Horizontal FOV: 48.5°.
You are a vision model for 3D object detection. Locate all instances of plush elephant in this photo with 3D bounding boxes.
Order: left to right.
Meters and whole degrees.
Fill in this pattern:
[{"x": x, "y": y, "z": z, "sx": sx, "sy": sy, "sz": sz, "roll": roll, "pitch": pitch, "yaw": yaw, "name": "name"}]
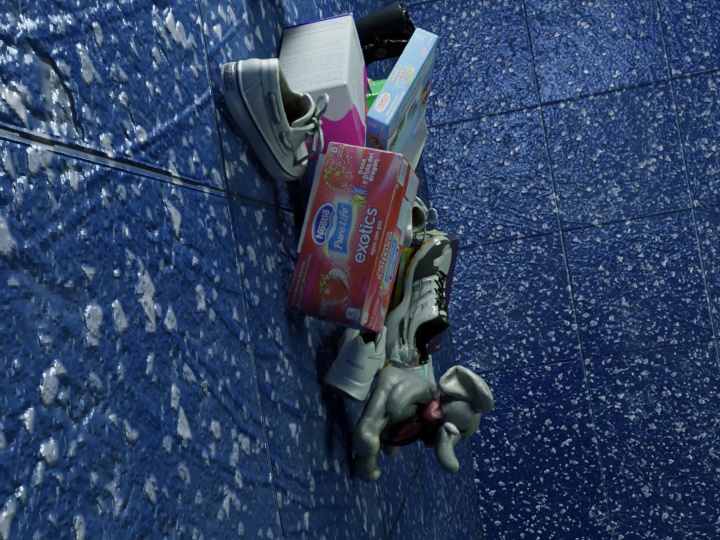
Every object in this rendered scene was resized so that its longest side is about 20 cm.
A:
[{"x": 0.088, "y": 0.199, "z": 1.062, "sx": 0.165, "sy": 0.154, "sz": 0.201, "roll": 93, "pitch": 18, "yaw": -55, "name": "plush elephant"}]

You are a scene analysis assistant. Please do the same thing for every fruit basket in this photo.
[{"x": 0.034, "y": -0.326, "z": 1.639, "sx": 0.200, "sy": 0.093, "sz": 0.186, "roll": -82, "pitch": 160, "yaw": -69, "name": "fruit basket"}]

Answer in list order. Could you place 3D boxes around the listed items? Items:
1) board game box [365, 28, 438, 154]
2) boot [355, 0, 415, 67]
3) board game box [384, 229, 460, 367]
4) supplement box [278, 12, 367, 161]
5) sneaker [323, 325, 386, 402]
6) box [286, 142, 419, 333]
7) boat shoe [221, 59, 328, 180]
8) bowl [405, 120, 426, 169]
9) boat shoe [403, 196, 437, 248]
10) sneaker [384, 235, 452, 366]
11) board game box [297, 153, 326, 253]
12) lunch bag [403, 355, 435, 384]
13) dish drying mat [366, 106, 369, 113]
[{"x": 0.054, "y": -0.214, "z": 1.114, "sx": 0.152, "sy": 0.036, "sz": 0.200, "roll": -62, "pitch": 170, "yaw": -19, "name": "board game box"}, {"x": 0.023, "y": -0.360, "z": 1.376, "sx": 0.200, "sy": 0.167, "sz": 0.077, "roll": 65, "pitch": 11, "yaw": -56, "name": "boot"}, {"x": 0.078, "y": 0.046, "z": 1.263, "sx": 0.165, "sy": 0.056, "sz": 0.201, "roll": -12, "pitch": 116, "yaw": -49, "name": "board game box"}, {"x": -0.049, "y": -0.245, "z": 1.062, "sx": 0.201, "sy": 0.103, "sz": 0.102, "roll": -90, "pitch": 167, "yaw": -49, "name": "supplement box"}, {"x": 0.009, "y": 0.100, "z": 1.063, "sx": 0.200, "sy": 0.074, "sz": 0.088, "roll": -72, "pitch": -172, "yaw": -73, "name": "sneaker"}, {"x": -0.006, "y": -0.036, "z": 0.935, "sx": 0.100, "sy": 0.095, "sz": 0.201, "roll": 33, "pitch": 71, "yaw": -71, "name": "box"}, {"x": -0.072, "y": -0.162, "z": 0.852, "sx": 0.202, "sy": 0.085, "sz": 0.075, "roll": 59, "pitch": 23, "yaw": -64, "name": "boat shoe"}, {"x": 0.045, "y": -0.217, "z": 1.477, "sx": 0.201, "sy": 0.074, "sz": 0.200, "roll": -66, "pitch": 162, "yaw": -5, "name": "bowl"}, {"x": 0.070, "y": -0.076, "z": 1.180, "sx": 0.202, "sy": 0.085, "sz": 0.075, "roll": -62, "pitch": 160, "yaw": -72, "name": "boat shoe"}, {"x": 0.104, "y": 0.049, "z": 1.176, "sx": 0.076, "sy": 0.087, "sz": 0.201, "roll": 29, "pitch": 82, "yaw": -50, "name": "sneaker"}, {"x": -0.031, "y": -0.073, "z": 1.075, "sx": 0.200, "sy": 0.034, "sz": 0.127, "roll": 24, "pitch": 78, "yaw": -78, "name": "board game box"}, {"x": 0.099, "y": 0.161, "z": 1.589, "sx": 0.160, "sy": 0.076, "sz": 0.201, "roll": 55, "pitch": 28, "yaw": -71, "name": "lunch bag"}, {"x": -0.003, "y": -0.241, "z": 1.296, "sx": 0.200, "sy": 0.018, "sz": 0.077, "roll": 58, "pitch": -33, "yaw": 39, "name": "dish drying mat"}]
